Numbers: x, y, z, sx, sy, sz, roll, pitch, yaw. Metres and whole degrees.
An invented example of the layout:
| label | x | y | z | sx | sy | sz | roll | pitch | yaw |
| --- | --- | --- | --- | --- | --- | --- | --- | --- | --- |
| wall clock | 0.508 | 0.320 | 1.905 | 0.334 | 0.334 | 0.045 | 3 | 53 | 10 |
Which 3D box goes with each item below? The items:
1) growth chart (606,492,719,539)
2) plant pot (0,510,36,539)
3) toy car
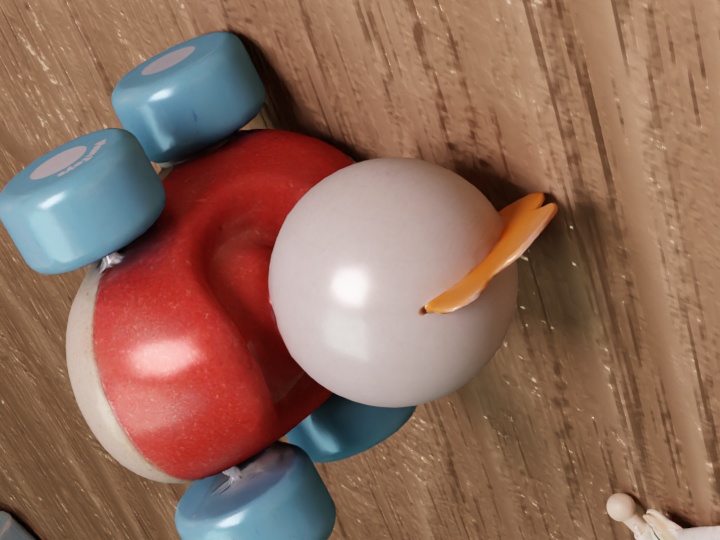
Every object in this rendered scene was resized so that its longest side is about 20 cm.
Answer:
| label | x | y | z | sx | sy | sz | roll | pitch | yaw |
| --- | --- | --- | --- | --- | --- | --- | --- | --- | --- |
| growth chart | 0.199 | 0.147 | 1.017 | 0.145 | 0.018 | 0.200 | 46 | 159 | -14 |
| plant pot | -0.335 | 0.340 | 2.147 | 0.200 | 0.196 | 0.196 | 42 | 161 | -28 |
| toy car | 0.000 | 0.000 | 0.939 | 0.200 | 0.177 | 0.184 | -14 | 112 | 33 |
